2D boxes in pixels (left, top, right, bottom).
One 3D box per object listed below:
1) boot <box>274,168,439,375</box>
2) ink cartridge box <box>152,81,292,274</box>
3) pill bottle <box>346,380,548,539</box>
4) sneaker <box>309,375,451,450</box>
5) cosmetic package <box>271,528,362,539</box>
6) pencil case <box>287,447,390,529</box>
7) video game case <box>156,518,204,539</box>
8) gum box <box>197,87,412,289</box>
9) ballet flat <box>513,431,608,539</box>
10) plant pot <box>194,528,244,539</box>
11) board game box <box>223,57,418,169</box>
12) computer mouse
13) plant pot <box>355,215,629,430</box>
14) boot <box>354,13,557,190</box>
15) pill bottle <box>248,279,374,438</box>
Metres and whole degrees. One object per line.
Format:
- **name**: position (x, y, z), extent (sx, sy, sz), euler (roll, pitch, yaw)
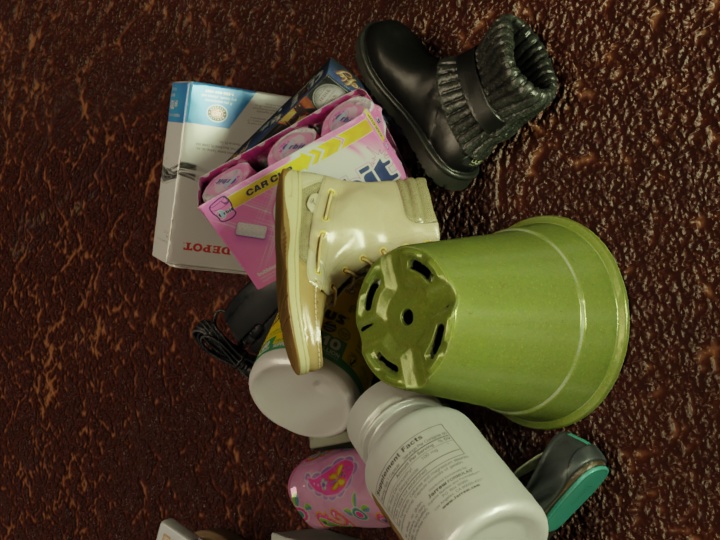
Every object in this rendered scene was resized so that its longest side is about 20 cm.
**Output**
- **boot**: position (0.000, 0.000, 1.244), extent (0.073, 0.155, 0.201), euler (112, 157, -61)
- **ink cartridge box**: position (-0.145, -0.102, 1.495), extent (0.086, 0.146, 0.201), euler (-159, 76, -66)
- **pill bottle**: position (0.069, 0.187, 1.186), extent (0.200, 0.114, 0.115), euler (51, 123, 47)
- **sneaker**: position (0.010, 0.121, 1.372), extent (0.200, 0.075, 0.107), euler (-18, 74, 47)
- **cosmetic package**: position (-0.009, 0.334, 1.381), extent (0.200, 0.074, 0.102), euler (5, 92, 50)
- **pencil case**: position (0.016, 0.221, 1.356), extent (0.200, 0.087, 0.088), euler (-14, 77, 47)
- **video game case**: position (-0.176, 0.402, 1.467), extent (0.181, 0.023, 0.201), euler (26, 108, 33)
- **gum box**: position (-0.048, -0.082, 1.329), extent (0.199, 0.114, 0.066), euler (-28, 30, 11)
- **ballet flat**: position (0.149, 0.226, 1.218), extent (0.073, 0.073, 0.200), euler (49, 115, 38)
- **plant pot**: position (-0.196, 0.407, 1.566), extent (0.200, 0.092, 0.202), euler (-3, 86, 48)
- **board game box**: position (-0.043, -0.114, 1.399), extent (0.200, 0.135, 0.035), euler (-40, 26, 35)
- **computer mouse**: position (-0.089, 0.048, 1.460), extent (0.138, 0.053, 0.200), euler (35, 114, -4)
- **plant pot**: position (0.102, 0.044, 1.193), extent (0.200, 0.189, 0.201), euler (-5, 84, 48)
- **boot**: position (0.093, -0.201, 1.298), extent (0.212, 0.079, 0.158), euler (58, 134, 20)
- **pill bottle**: position (-0.028, 0.058, 1.332), extent (0.113, 0.113, 0.200), euler (-32, 24, 42)
